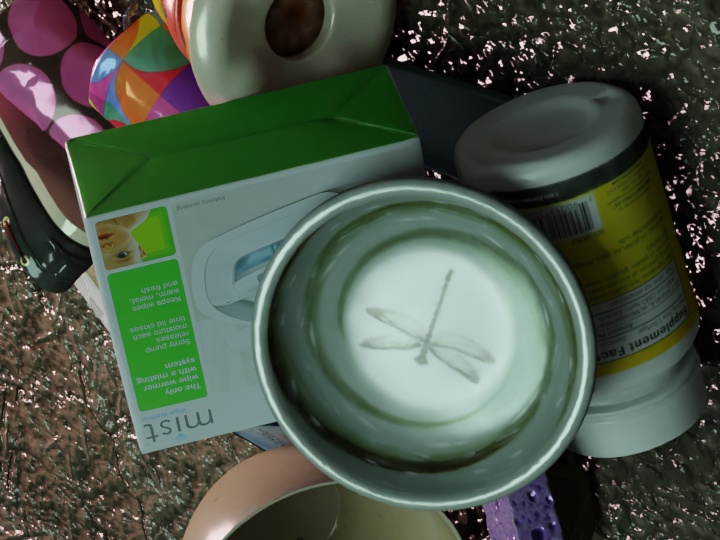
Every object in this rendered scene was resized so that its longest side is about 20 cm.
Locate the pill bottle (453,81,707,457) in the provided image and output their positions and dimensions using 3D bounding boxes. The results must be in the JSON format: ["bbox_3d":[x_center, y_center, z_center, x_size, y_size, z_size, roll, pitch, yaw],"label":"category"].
[{"bbox_3d":[0.134,0.001,1.588,0.114,0.114,0.201,6,125,43],"label":"pill bottle"}]

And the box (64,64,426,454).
[{"bbox_3d":[-0.058,-0.007,1.604,0.097,0.199,0.177,-111,10,-56],"label":"box"}]

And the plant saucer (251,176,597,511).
[{"bbox_3d":[0.039,0.037,1.542,0.199,0.050,0.201,4,111,11],"label":"plant saucer"}]

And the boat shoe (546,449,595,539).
[{"bbox_3d":[0.102,0.106,1.742,0.064,0.071,0.201,20,132,38],"label":"boat shoe"}]

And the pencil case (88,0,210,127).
[{"bbox_3d":[-0.083,-0.086,1.715,0.200,0.088,0.089,43,142,13],"label":"pencil case"}]

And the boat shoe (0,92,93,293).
[{"bbox_3d":[-0.231,-0.072,1.854,0.063,0.073,0.202,-48,50,25],"label":"boat shoe"}]

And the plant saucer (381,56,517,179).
[{"bbox_3d":[0.030,-0.100,1.688,0.199,0.019,0.070,21,134,34],"label":"plant saucer"}]

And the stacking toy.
[{"bbox_3d":[-0.085,-0.176,1.677,0.200,0.146,0.147,30,141,50],"label":"stacking toy"}]

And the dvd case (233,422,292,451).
[{"bbox_3d":[-0.018,0.113,1.837,0.142,0.018,0.200,32,160,-22],"label":"dvd case"}]

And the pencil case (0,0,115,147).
[{"bbox_3d":[-0.166,-0.107,1.821,0.200,0.091,0.094,46,-177,8],"label":"pencil case"}]

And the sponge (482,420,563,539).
[{"bbox_3d":[0.077,0.078,1.631,0.112,0.030,0.201,105,150,-77],"label":"sponge"}]

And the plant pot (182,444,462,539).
[{"bbox_3d":[-0.041,0.196,1.812,0.135,0.199,0.201,-127,20,-59],"label":"plant pot"}]

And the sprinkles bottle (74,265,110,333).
[{"bbox_3d":[-0.173,-0.007,1.892,0.200,0.068,0.068,51,146,26],"label":"sprinkles bottle"}]
